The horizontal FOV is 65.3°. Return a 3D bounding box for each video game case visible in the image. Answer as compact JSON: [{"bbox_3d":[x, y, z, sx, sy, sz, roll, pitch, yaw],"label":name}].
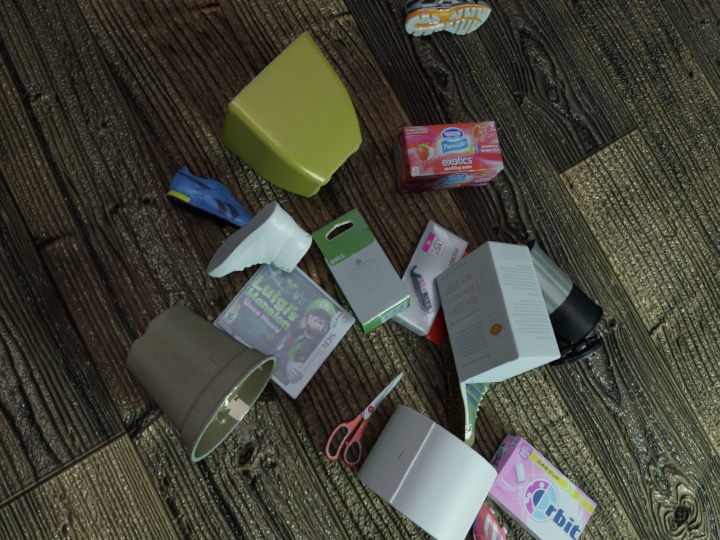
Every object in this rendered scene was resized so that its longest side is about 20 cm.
[{"bbox_3d":[-0.136,0.094,1.019,0.199,0.023,0.183,40,74,-2],"label":"video game case"}]

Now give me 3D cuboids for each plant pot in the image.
[{"bbox_3d":[-0.265,0.162,0.906,0.182,0.201,0.202,37,74,10],"label":"plant pot"},{"bbox_3d":[-0.112,-0.251,1.011,0.200,0.194,0.196,46,74,-9],"label":"plant pot"}]

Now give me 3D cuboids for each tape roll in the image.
[{"bbox_3d":[0.108,0.341,0.931,0.201,0.203,0.141,36,75,-3],"label":"tape roll"}]

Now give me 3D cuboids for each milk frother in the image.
[{"bbox_3d":[0.346,0.065,1.036,0.188,0.200,0.181,43,78,0],"label":"milk frother"}]

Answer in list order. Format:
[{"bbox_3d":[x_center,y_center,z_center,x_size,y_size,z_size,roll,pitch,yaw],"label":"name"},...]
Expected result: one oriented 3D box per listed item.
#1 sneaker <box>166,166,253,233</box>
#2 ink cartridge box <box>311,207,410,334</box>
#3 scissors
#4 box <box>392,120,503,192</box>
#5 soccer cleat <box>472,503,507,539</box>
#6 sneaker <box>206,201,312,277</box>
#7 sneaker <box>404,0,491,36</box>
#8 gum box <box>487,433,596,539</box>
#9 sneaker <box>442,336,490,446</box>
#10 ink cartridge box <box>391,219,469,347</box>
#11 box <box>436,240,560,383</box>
[{"bbox_3d":[-0.248,-0.123,1.016,0.196,0.066,0.080,27,71,-5],"label":"sneaker"},{"bbox_3d":[0.000,0.000,1.030,0.102,0.060,0.203,-29,70,-7],"label":"ink cartridge box"},{"bbox_3d":[0.006,0.258,1.021,0.072,0.014,0.203,30,76,-3],"label":"scissors"},{"bbox_3d":[0.169,-0.223,1.106,0.194,0.096,0.103,-7,79,-13],"label":"box"},{"bbox_3d":[0.235,0.510,0.997,0.075,0.067,0.204,-24,87,-10],"label":"soccer cleat"},{"bbox_3d":[-0.174,-0.023,0.985,0.115,0.198,0.075,39,34,-31],"label":"sneaker"},{"bbox_3d":[0.183,-0.553,1.186,0.194,0.079,0.079,-7,71,-14],"label":"sneaker"},{"bbox_3d":[0.316,0.408,1.030,0.199,0.066,0.114,41,75,-1],"label":"gum box"},{"bbox_3d":[0.210,0.221,1.044,0.087,0.067,0.207,-3,85,-21],"label":"sneaker"},{"bbox_3d":[0.160,0.035,1.083,0.171,0.044,0.204,29,75,-4],"label":"ink cartridge box"},{"bbox_3d":[0.234,0.077,0.981,0.104,0.152,0.206,4,65,-32],"label":"box"}]
